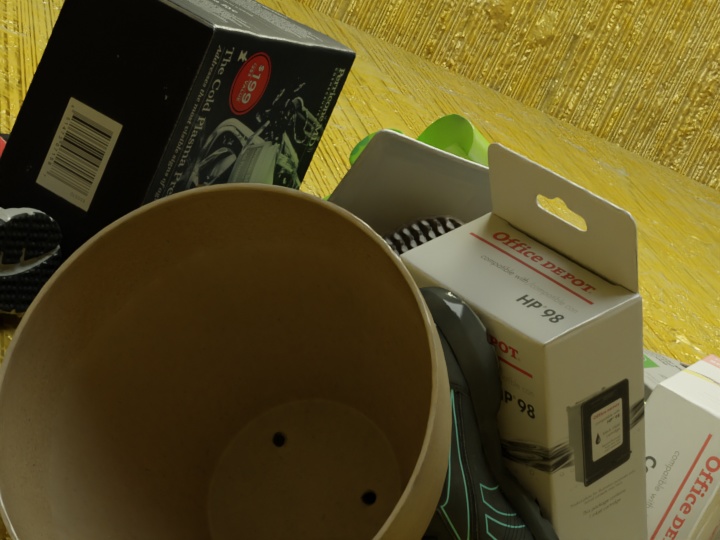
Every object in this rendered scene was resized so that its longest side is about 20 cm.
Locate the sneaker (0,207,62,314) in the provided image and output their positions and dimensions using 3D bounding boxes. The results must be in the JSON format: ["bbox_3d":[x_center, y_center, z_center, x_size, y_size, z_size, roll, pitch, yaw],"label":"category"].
[{"bbox_3d":[-0.246,-0.012,1.337,0.080,0.074,0.200,15,1,26],"label":"sneaker"}]

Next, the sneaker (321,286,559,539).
[{"bbox_3d":[0.039,0.111,1.207,0.079,0.201,0.075,-28,15,-29],"label":"sneaker"}]

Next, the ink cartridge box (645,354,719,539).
[{"bbox_3d":[0.182,0.121,1.418,0.067,0.117,0.200,30,12,14],"label":"ink cartridge box"}]

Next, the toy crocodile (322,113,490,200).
[{"bbox_3d":[-0.007,-0.024,1.494,0.068,0.199,0.062,60,-6,-32],"label":"toy crocodile"}]

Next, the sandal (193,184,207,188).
[{"bbox_3d":[-0.037,0.025,1.354,0.200,0.055,0.082,48,9,25],"label":"sandal"}]

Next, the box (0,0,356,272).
[{"bbox_3d":[-0.118,-0.069,1.492,0.104,0.201,0.182,29,13,23],"label":"box"}]

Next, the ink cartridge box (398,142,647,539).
[{"bbox_3d":[0.080,0.051,1.242,0.066,0.201,0.116,-25,36,-29],"label":"ink cartridge box"}]

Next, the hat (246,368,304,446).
[{"bbox_3d":[-0.077,0.070,1.271,0.200,0.081,0.201,37,-1,1],"label":"hat"}]

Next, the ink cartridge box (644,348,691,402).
[{"bbox_3d":[0.236,0.125,1.684,0.199,0.084,0.145,19,14,-33],"label":"ink cartridge box"}]

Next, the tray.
[{"bbox_3d":[0.000,0.000,1.456,0.107,0.200,0.022,18,34,-31],"label":"tray"}]

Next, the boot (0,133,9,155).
[{"bbox_3d":[-0.286,-0.093,1.574,0.200,0.073,0.144,39,15,19],"label":"boot"}]

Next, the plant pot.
[{"bbox_3d":[-0.044,0.080,1.092,0.200,0.201,0.135,32,-9,27],"label":"plant pot"}]

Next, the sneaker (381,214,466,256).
[{"bbox_3d":[-0.018,0.038,1.420,0.076,0.199,0.071,69,1,-56],"label":"sneaker"}]
